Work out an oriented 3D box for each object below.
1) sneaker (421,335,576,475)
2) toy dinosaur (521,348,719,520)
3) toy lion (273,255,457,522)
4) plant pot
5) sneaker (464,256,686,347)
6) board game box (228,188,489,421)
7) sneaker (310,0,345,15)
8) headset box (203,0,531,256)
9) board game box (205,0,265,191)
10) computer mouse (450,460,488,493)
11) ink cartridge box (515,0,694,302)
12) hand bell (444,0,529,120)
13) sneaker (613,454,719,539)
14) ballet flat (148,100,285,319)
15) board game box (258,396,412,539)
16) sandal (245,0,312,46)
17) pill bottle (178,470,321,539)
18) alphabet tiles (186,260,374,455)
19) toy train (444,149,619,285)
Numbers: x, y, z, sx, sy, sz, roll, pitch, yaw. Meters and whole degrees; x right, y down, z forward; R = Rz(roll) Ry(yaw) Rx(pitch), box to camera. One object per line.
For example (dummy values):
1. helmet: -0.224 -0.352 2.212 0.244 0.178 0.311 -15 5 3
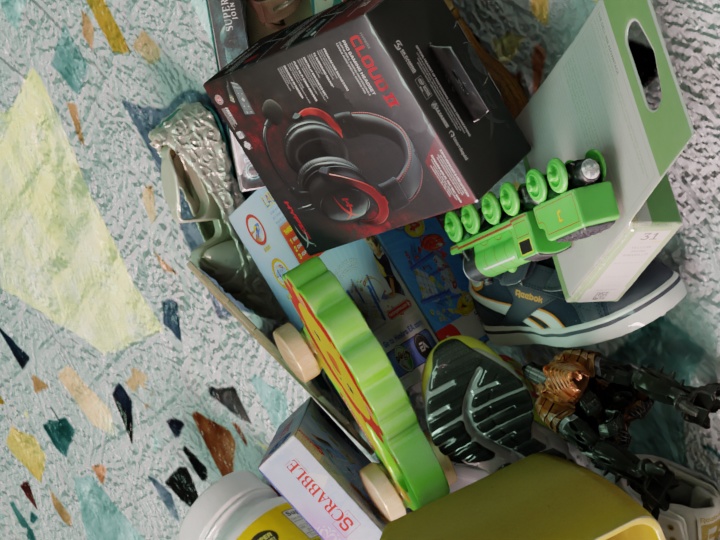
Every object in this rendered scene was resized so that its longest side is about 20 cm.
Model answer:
1. sneaker: 0.090 0.093 1.646 0.200 0.078 0.090 53 -164 -52
2. toy dinosaur: 0.164 0.098 1.551 0.135 0.200 0.102 28 107 19
3. toy lion: 0.004 0.084 1.632 0.200 0.069 0.192 59 172 1
4. plant pot: 0.114 0.243 1.555 0.176 0.200 0.200 -120 5 -63
5. sneaker: 0.139 0.006 1.579 0.200 0.078 0.080 -8 112 55
6. board game box: 0.000 0.000 1.752 0.196 0.056 0.200 60 151 3
7. sneaker: 0.016 -0.135 1.652 0.093 0.070 0.200 1 114 59
8. headset box: 0.010 -0.108 1.539 0.200 0.075 0.149 -16 111 47
9. board game box: -0.101 -0.178 1.735 0.135 0.028 0.201 -106 6 -64
10. computer mouse: 0.099 0.189 1.787 0.200 0.044 0.110 19 129 44
11. ink cartridge box: 0.169 -0.090 1.451 0.200 0.048 0.146 124 139 -52
12. hand bell: 0.064 -0.169 1.569 0.200 0.104 0.104 53 147 -12
13. sneaker: 0.243 0.218 1.600 0.200 0.074 0.116 42 144 27
14. ballet flat: -0.125 -0.042 1.892 0.072 0.072 0.201 -7 108 53
15. board game box: 0.007 0.198 1.777 0.200 0.041 0.200 48 -174 -1
16. sandal: -0.061 -0.230 1.685 0.080 0.057 0.201 41 142 26
17. pill bottle: -0.061 0.272 1.985 0.200 0.114 0.115 38 139 29
18. alphabet tiles: -0.066 0.073 1.868 0.200 0.006 0.166 44 176 23
19. toy train: 0.111 -0.032 1.492 0.200 0.042 0.057 -27 77 66
